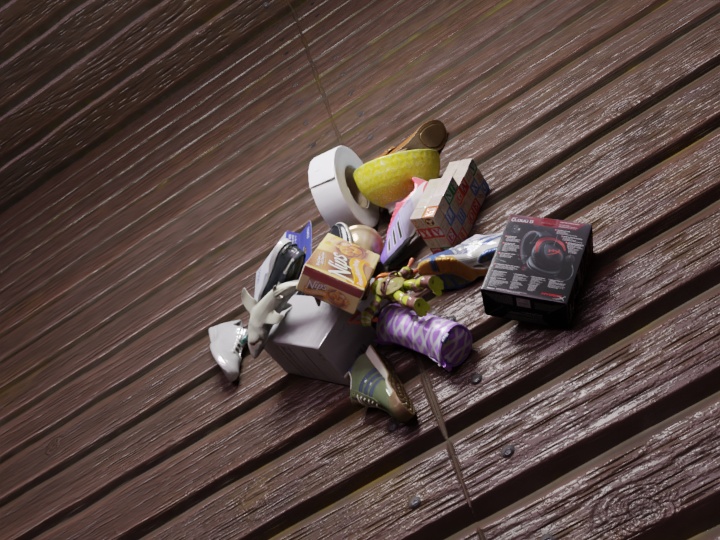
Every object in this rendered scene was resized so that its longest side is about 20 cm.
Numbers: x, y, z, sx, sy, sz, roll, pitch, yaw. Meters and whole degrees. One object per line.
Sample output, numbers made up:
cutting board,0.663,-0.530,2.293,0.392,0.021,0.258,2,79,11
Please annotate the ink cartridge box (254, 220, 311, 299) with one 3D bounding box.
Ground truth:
ink cartridge box,-0.179,0.003,1.821,0.200,0.041,0.200,-50,25,28

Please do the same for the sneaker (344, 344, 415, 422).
sneaker,0.027,0.219,1.418,0.090,0.067,0.200,-42,32,7

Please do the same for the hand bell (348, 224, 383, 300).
hand bell,0.000,0.000,1.647,0.104,0.104,0.200,-28,29,15

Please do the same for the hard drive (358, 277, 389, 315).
hard drive,-0.024,0.057,1.662,0.200,0.025,0.132,2,33,45

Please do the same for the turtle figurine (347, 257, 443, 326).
turtle figurine,0.073,0.030,1.465,0.161,0.065,0.200,5,38,48

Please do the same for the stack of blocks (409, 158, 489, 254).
stack of blocks,0.187,-0.139,1.647,0.058,0.115,0.200,-4,45,40

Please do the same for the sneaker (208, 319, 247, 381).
sneaker,-0.282,0.165,1.773,0.088,0.075,0.200,-26,32,-3

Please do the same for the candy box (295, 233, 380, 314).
candy box,-0.038,0.002,1.495,0.200,0.115,0.055,-62,-5,-68

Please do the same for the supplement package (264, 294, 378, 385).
supplement package,-0.086,0.132,1.571,0.200,0.120,0.121,4,51,46

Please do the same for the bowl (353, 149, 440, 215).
bowl,0.090,-0.185,1.779,0.200,0.200,0.108,-17,81,29

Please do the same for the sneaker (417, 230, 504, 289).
sneaker,0.209,-0.023,1.537,0.199,0.075,0.088,-10,34,23

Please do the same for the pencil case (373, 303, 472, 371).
pencil case,0.112,0.118,1.443,0.200,0.084,0.086,16,81,53

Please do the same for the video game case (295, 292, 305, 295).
video game case,-0.132,0.049,1.748,0.200,0.019,0.143,-55,6,-25

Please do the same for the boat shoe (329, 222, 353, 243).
boat shoe,-0.061,-0.016,1.634,0.075,0.062,0.201,-27,45,48

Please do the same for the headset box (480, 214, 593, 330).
headset box,0.309,-0.009,1.374,0.148,0.075,0.200,9,53,25

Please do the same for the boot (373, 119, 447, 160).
boot,0.108,-0.292,1.953,0.200,0.074,0.155,-40,16,-31

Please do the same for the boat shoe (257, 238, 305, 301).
boat shoe,-0.163,0.031,1.665,0.060,0.200,0.076,33,40,22

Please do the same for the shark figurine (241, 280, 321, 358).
shark figurine,-0.139,0.061,1.534,0.214,0.089,0.128,-36,66,19

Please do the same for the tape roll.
tape roll,-0.036,-0.180,1.830,0.071,0.203,0.203,-20,37,25

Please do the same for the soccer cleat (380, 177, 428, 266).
soccer cleat,0.091,-0.102,1.693,0.200,0.073,0.068,-56,-1,1
